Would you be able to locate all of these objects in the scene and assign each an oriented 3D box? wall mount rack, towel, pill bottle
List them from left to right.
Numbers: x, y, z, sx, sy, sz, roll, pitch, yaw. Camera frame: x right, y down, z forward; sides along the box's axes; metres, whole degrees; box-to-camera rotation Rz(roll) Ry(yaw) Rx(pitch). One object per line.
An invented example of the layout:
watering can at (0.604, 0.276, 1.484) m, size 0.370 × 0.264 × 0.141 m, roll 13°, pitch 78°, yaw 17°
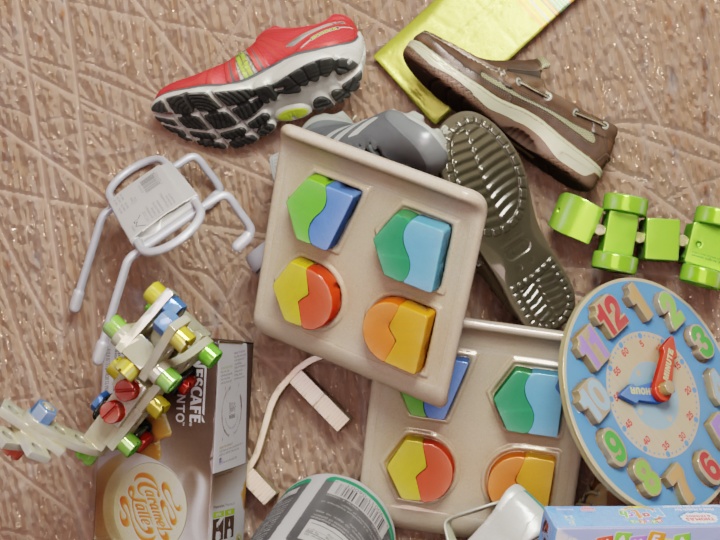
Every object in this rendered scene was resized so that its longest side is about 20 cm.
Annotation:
wall mount rack at (-0.183, -0.018, 1.404) m, size 0.173 × 0.200 × 0.075 m, roll -35°, pitch 117°, yaw -3°
pill bottle at (-0.048, 0.254, 1.345) m, size 0.112 × 0.200 × 0.114 m, roll 5°, pitch 109°, yaw 15°
towel at (0.112, -0.224, 1.452) m, size 0.200 × 0.018 × 0.086 m, roll -42°, pitch 82°, yaw 3°

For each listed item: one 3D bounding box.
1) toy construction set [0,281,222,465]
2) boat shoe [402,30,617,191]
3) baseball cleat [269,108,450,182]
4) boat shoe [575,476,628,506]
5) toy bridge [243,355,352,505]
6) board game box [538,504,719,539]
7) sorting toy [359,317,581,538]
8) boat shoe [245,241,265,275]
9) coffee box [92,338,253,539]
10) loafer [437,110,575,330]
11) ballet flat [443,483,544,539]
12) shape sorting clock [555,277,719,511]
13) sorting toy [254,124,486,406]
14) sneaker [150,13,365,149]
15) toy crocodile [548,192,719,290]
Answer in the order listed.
toy construction set at (-0.192, 0.095, 1.316) m, size 0.200 × 0.131 × 0.092 m, roll -36°, pitch 83°, yaw 13°
boat shoe at (0.131, -0.151, 1.414) m, size 0.202 × 0.075 × 0.075 m, roll 34°, pitch 84°, yaw -14°
baseball cleat at (-0.007, -0.084, 1.373) m, size 0.106 × 0.200 × 0.070 m, roll -44°, pitch 112°, yaw -19°
boat shoe at (0.218, 0.209, 1.398) m, size 0.073 × 0.076 × 0.201 m, roll -10°, pitch 86°, yaw 8°
toy bridge at (-0.035, 0.111, 1.446) m, size 0.067 × 0.027 × 0.200 m, roll 44°, pitch 93°, yaw 6°
board game box at (0.207, 0.282, 1.338) m, size 0.150 × 0.037 × 0.201 m, roll 1°, pitch 114°, yaw -13°
sorting toy at (0.096, 0.138, 1.402) m, size 0.184 × 0.036 × 0.201 m, roll 8°, pitch 106°, yaw 5°
boat shoe at (0.001, -0.033, 1.432) m, size 0.199 × 0.070 × 0.066 m, roll -27°, pitch 86°, yaw -5°
coffee box at (-0.159, 0.157, 1.418) m, size 0.114 × 0.080 × 0.201 m, roll 3°, pitch 88°, yaw 20°
loafer at (0.111, -0.037, 1.402) m, size 0.076 × 0.067 × 0.201 m, roll -26°, pitch 98°, yaw -18°
ballet flat at (0.079, 0.246, 1.400) m, size 0.200 × 0.069 × 0.070 m, roll -39°, pitch 85°, yaw 24°
shape sorting clock at (0.241, 0.102, 1.363) m, size 0.199 × 0.039 × 0.201 m, roll 14°, pitch 63°, yaw -29°
sorting toy at (0.000, 0.000, 1.332) m, size 0.184 × 0.036 × 0.201 m, roll 21°, pitch 121°, yaw 22°
sneaker at (-0.087, -0.169, 1.446) m, size 0.199 × 0.077 × 0.085 m, roll -14°, pitch 50°, yaw 16°
toy crocodile at (0.259, -0.025, 1.414) m, size 0.199 × 0.062 × 0.068 m, roll 10°, pitch 88°, yaw 1°
